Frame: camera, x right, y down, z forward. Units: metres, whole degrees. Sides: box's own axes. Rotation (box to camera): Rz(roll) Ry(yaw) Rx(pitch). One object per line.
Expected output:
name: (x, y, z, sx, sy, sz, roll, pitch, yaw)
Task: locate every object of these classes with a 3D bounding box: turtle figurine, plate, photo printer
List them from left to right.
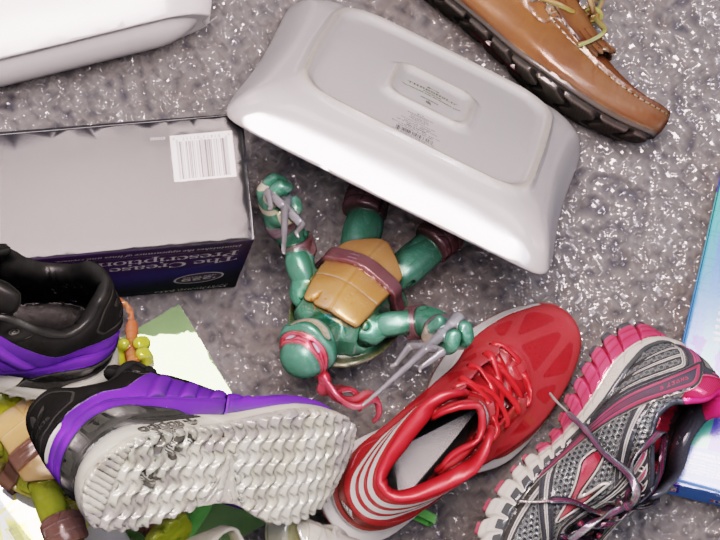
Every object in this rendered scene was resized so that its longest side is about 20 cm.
turtle figurine: (-0.180, 0.110, 1.363, 0.200, 0.064, 0.161, -29, 69, -29)
photo printer: (-0.191, -0.199, 1.469, 0.200, 0.069, 0.167, -14, 81, -9)
turtle figurine: (0.000, 0.000, 1.416, 0.150, 0.101, 0.200, 35, 50, 1)
plate: (0.035, -0.090, 1.425, 0.199, 0.200, 0.032, 27, 117, -2)

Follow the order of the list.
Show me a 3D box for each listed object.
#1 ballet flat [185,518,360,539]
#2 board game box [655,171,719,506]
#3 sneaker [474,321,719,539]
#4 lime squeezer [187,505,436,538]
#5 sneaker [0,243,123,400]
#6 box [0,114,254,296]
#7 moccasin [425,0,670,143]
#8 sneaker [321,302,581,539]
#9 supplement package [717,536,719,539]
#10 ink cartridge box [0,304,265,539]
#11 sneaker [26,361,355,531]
ballet flat: (-0.054, 0.168, 1.359, 0.200, 0.069, 0.070, -12, 80, -37)
board game box: (0.268, 0.050, 1.477, 0.152, 0.045, 0.200, 13, 78, 9)
sneaker: (0.134, 0.127, 1.421, 0.075, 0.081, 0.200, 31, 91, 39)
lime squeezer: (-0.049, 0.133, 1.420, 0.200, 0.038, 0.071, -11, 59, -30)
sneaker: (-0.221, 0.024, 1.305, 0.200, 0.100, 0.070, -6, 57, -19)
box: (-0.167, -0.029, 1.404, 0.200, 0.141, 0.079, -5, 82, -8)
moccasin: (0.111, -0.155, 1.502, 0.201, 0.074, 0.078, 41, 85, 12)
sneaker: (0.074, 0.082, 1.410, 0.200, 0.116, 0.078, -43, 96, -25)
supplement package: (0.287, 0.240, 1.421, 0.200, 0.117, 0.117, 27, 77, -1)
ink cartridge box: (-0.155, 0.125, 1.425, 0.200, 0.048, 0.146, -30, 84, -9)
sneaker: (-0.093, 0.084, 1.315, 0.099, 0.200, 0.070, 34, 110, 39)
